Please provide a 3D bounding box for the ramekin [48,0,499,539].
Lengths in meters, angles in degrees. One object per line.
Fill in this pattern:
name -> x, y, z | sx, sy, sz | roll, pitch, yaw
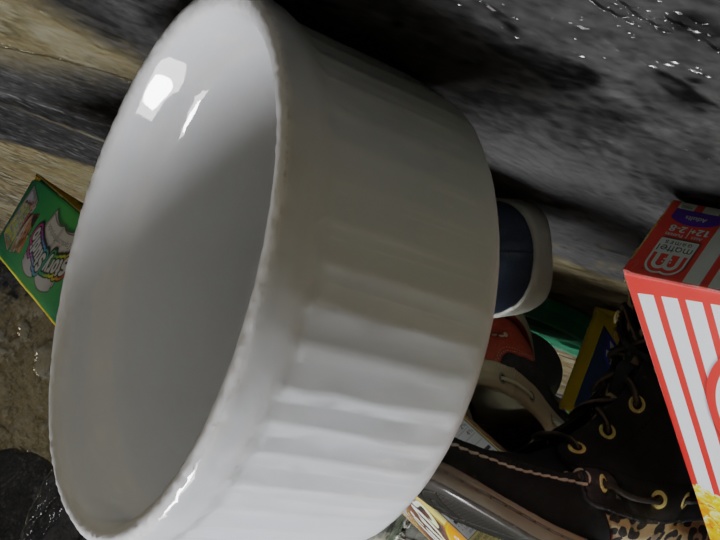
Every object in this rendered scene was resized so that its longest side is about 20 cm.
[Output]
ramekin -> -0.035, 0.007, 0.545 | 0.097, 0.203, 0.200 | 16, 175, -28

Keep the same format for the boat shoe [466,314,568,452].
boat shoe -> 0.100, 0.101, 0.919 | 0.070, 0.063, 0.201 | -12, 135, 16

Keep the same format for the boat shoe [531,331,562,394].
boat shoe -> 0.034, 0.052, 0.962 | 0.198, 0.069, 0.057 | 20, 135, -8

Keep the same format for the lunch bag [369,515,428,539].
lunch bag -> 0.001, 0.099, 1.055 | 0.166, 0.202, 0.139 | 23, 176, -30

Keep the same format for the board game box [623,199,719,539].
board game box -> 0.202, 0.071, 0.596 | 0.150, 0.046, 0.201 | 13, 140, 42

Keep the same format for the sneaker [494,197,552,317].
sneaker -> 0.000, 0.000, 0.730 | 0.084, 0.076, 0.199 | 0, 168, -39

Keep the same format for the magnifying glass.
magnifying glass -> 0.151, 0.050, 1.012 | 0.079, 0.023, 0.199 | 12, 169, 47

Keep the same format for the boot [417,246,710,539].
boot -> 0.118, 0.062, 0.685 | 0.198, 0.152, 0.073 | 22, 173, -29

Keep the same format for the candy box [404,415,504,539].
candy box -> 0.080, 0.148, 0.829 | 0.200, 0.055, 0.116 | 40, 167, 26

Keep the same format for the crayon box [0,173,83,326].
crayon box -> -0.102, 0.031, 0.815 | 0.172, 0.059, 0.200 | 36, 177, -29

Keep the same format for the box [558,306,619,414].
box -> 0.199, 0.088, 0.963 | 0.064, 0.071, 0.200 | 17, 172, 32
